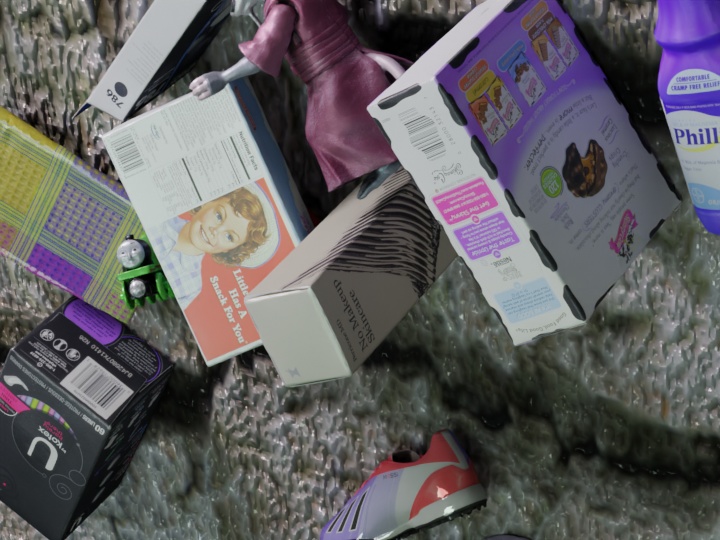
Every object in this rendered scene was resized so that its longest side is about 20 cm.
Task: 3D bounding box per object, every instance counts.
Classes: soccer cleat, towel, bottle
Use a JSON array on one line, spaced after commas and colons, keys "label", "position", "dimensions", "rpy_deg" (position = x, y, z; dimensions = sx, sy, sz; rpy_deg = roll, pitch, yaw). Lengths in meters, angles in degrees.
[{"label": "soccer cleat", "position": [0.029, 0.195, 1.792], "dimensions": [0.199, 0.068, 0.074], "rpy_deg": [-28, 79, 48]}, {"label": "towel", "position": [-0.264, -0.050, 1.816], "dimensions": [0.199, 0.023, 0.144], "rpy_deg": [31, 129, -2]}, {"label": "bottle", "position": [0.244, -0.122, 1.401], "dimensions": [0.083, 0.065, 0.201], "rpy_deg": [-2, 119, 37]}]

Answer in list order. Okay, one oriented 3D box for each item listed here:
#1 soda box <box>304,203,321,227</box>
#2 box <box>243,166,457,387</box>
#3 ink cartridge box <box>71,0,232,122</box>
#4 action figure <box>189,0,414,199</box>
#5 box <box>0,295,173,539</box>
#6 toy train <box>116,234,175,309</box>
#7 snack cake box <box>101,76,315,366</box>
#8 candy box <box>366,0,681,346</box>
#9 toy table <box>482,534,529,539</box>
[{"label": "soda box", "position": [-0.069, -0.016, 1.698], "dimensions": [0.200, 0.068, 0.063], "rpy_deg": [47, 135, -1]}, {"label": "box", "position": [0.000, 0.000, 1.567], "dimensions": [0.068, 0.200, 0.083], "rpy_deg": [-11, 115, 37]}, {"label": "ink cartridge box", "position": [-0.146, -0.182, 1.614], "dimensions": [0.039, 0.099, 0.200], "rpy_deg": [45, 136, 1]}, {"label": "action figure", "position": [-0.025, -0.156, 1.522], "dimensions": [0.148, 0.134, 0.200], "rpy_deg": [-27, 106, 43]}, {"label": "box", "position": [-0.273, 0.140, 1.928], "dimensions": [0.122, 0.106, 0.201], "rpy_deg": [37, 135, 9]}, {"label": "toy train", "position": [-0.159, -0.004, 1.695], "dimensions": [0.041, 0.200, 0.057], "rpy_deg": [-15, 90, 10]}, {"label": "snack cake box", "position": [-0.105, -0.041, 1.620], "dimensions": [0.114, 0.067, 0.201], "rpy_deg": [-22, 97, 12]}, {"label": "candy box", "position": [0.118, -0.078, 1.450], "dimensions": [0.071, 0.168, 0.201], "rpy_deg": [-21, 106, 43]}, {"label": "toy table", "position": [0.103, 0.334, 1.792], "dimensions": [0.183, 0.117, 0.201], "rpy_deg": [22, 130, 21]}]
